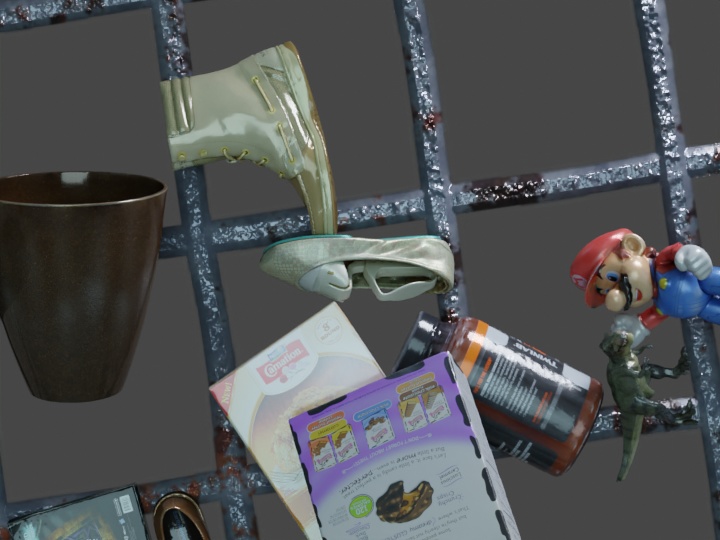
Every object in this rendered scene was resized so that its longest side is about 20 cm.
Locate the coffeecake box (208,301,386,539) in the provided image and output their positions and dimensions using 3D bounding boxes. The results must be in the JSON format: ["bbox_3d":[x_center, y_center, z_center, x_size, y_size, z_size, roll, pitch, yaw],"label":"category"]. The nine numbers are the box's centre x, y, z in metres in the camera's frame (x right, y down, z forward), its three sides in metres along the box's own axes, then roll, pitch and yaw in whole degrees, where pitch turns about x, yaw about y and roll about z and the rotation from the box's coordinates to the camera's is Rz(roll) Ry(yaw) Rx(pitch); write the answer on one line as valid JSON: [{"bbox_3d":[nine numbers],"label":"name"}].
[{"bbox_3d":[-0.032,0.156,1.648,0.153,0.073,0.201,-34,89,-2],"label":"coffeecake box"}]

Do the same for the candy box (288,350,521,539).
[{"bbox_3d":[0.043,0.202,1.521,0.166,0.072,0.202,-23,60,9],"label":"candy box"}]

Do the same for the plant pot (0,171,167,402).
[{"bbox_3d":[-0.278,0.018,1.605,0.184,0.187,0.203,0,103,-2],"label":"plant pot"}]

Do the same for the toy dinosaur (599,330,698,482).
[{"bbox_3d":[0.285,0.123,1.638,0.087,0.048,0.202,-10,126,3],"label":"toy dinosaur"}]

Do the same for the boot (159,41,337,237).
[{"bbox_3d":[-0.111,-0.113,1.653,0.154,0.073,0.202,-16,87,-3],"label":"boot"}]

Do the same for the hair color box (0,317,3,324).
[{"bbox_3d":[-0.401,0.030,1.574,0.098,0.200,0.061,-15,87,-2],"label":"hair color box"}]

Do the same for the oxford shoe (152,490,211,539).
[{"bbox_3d":[-0.155,0.318,1.641,0.071,0.071,0.202,-27,91,-4],"label":"oxford shoe"}]

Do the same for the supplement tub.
[{"bbox_3d":[0.133,0.115,1.639,0.198,0.107,0.108,27,87,-1],"label":"supplement tub"}]

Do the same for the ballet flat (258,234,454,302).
[{"bbox_3d":[0.000,0.000,1.642,0.197,0.068,0.063,-4,57,-11],"label":"ballet flat"}]

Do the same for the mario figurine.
[{"bbox_3d":[0.297,0.029,1.630,0.198,0.106,0.125,15,99,24],"label":"mario figurine"}]

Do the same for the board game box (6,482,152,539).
[{"bbox_3d":[-0.262,0.328,1.656,0.134,0.028,0.202,-15,89,-2],"label":"board game box"}]
